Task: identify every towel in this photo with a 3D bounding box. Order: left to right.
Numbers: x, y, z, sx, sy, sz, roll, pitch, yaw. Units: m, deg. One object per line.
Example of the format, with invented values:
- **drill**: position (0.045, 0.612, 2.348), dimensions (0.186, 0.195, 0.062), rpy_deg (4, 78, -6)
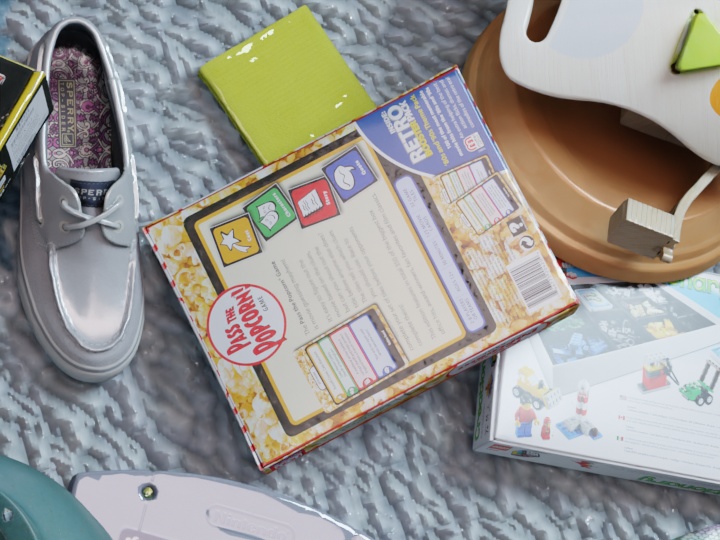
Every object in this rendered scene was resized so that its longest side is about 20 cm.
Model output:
- **towel**: position (-0.008, -0.055, 1.183), dimensions (0.086, 0.018, 0.201), rpy_deg (-32, 84, -26)

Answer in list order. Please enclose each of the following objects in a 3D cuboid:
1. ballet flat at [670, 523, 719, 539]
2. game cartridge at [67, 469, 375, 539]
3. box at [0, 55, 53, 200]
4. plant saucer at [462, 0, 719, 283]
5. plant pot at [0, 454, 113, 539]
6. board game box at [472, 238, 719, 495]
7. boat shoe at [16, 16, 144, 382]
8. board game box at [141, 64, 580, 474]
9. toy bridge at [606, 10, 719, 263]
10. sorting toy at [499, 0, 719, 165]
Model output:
- **ballet flat**: position (0.218, 0.176, 1.136), dimensions (0.198, 0.071, 0.070), rpy_deg (-21, 123, -15)
- **game cartridge**: position (-0.073, 0.183, 1.089), dimensions (0.198, 0.041, 0.134), rpy_deg (17, 75, -10)
- **box**: position (-0.287, -0.067, 1.063), dimensions (0.198, 0.049, 0.161), rpy_deg (23, 69, 11)
- **plant saucer**: position (0.156, -0.089, 1.199), dimensions (0.198, 0.038, 0.202), rpy_deg (9, 60, -16)
- **plant pot**: position (-0.202, 0.168, 0.957), dimensions (0.198, 0.134, 0.202), rpy_deg (1, 66, -3)
- **board game box**: position (0.167, 0.058, 1.180), dimensions (0.198, 0.035, 0.128), rpy_deg (12, 72, -16)
- **boat shoe**: position (-0.152, -0.042, 1.112), dimensions (0.071, 0.069, 0.202), rpy_deg (2, 74, -14)
- **board game box**: position (0.000, 0.000, 1.122), dimensions (0.199, 0.046, 0.153), rpy_deg (-26, 82, -3)
- **toy bridge**: position (0.186, -0.087, 1.171), dimensions (0.067, 0.027, 0.202), rpy_deg (19, 56, -12)
- **sorting toy**: position (0.162, -0.164, 1.146), dimensions (0.178, 0.107, 0.202), rpy_deg (-3, 61, -2)
